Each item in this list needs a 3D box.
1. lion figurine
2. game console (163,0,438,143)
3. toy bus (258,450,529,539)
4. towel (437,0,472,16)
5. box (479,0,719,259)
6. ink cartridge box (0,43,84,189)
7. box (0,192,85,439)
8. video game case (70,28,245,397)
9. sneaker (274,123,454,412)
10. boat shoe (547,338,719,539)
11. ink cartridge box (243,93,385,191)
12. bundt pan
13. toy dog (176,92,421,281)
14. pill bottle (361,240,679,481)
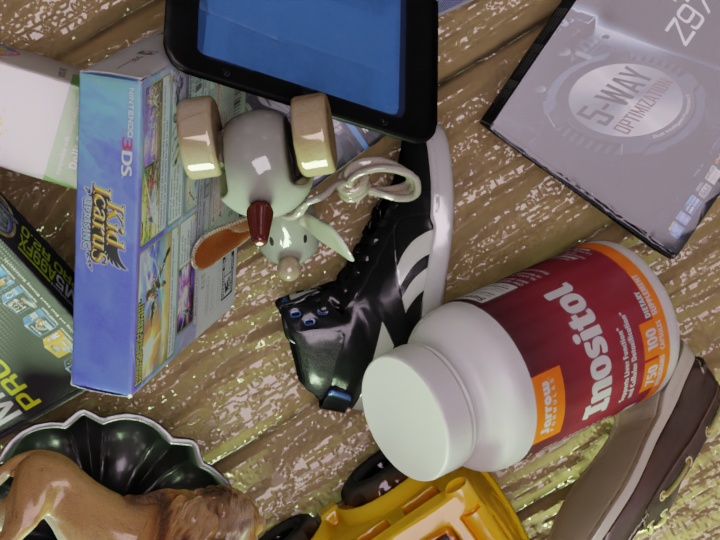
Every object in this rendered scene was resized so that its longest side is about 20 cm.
[{"bbox_3d":[-0.169,0.163,1.472,0.199,0.072,0.123,27,87,-5],"label":"lion figurine"},{"bbox_3d":[-0.010,-0.199,1.414,0.199,0.117,0.176,15,122,-31],"label":"game console"},{"bbox_3d":[0.022,0.219,1.518,0.199,0.192,0.136,-34,102,1],"label":"toy bus"},{"bbox_3d":[0.077,-0.266,1.491,0.146,0.024,0.201,-27,133,-3],"label":"towel"},{"bbox_3d":[0.201,-0.135,1.562,0.160,0.044,0.201,35,93,-10],"label":"box"},{"bbox_3d":[-0.251,-0.114,1.475,0.198,0.117,0.068,16,98,-9],"label":"ink cartridge box"},{"bbox_3d":[-0.270,0.021,1.464,0.159,0.044,0.200,-29,120,18],"label":"box"},{"bbox_3d":[-0.125,-0.046,1.450,0.045,0.181,0.202,9,110,15],"label":"video game case"},{"bbox_3d":[0.000,0.000,1.542,0.111,0.073,0.202,3,99,-8],"label":"sneaker"},{"bbox_3d":[0.188,0.140,1.557,0.059,0.072,0.201,42,60,-19],"label":"boat shoe"},{"bbox_3d":[-0.055,-0.161,1.532,0.099,0.039,0.201,-37,100,0],"label":"ink cartridge box"},{"bbox_3d":[-0.175,0.186,1.547,0.200,0.076,0.204,-1,97,-7],"label":"bundt pan"},{"bbox_3d":[-0.050,-0.035,1.433,0.131,0.200,0.097,-12,65,24],"label":"toy dog"},{"bbox_3d":[0.103,0.062,1.504,0.199,0.113,0.114,-23,102,-34],"label":"pill bottle"}]
